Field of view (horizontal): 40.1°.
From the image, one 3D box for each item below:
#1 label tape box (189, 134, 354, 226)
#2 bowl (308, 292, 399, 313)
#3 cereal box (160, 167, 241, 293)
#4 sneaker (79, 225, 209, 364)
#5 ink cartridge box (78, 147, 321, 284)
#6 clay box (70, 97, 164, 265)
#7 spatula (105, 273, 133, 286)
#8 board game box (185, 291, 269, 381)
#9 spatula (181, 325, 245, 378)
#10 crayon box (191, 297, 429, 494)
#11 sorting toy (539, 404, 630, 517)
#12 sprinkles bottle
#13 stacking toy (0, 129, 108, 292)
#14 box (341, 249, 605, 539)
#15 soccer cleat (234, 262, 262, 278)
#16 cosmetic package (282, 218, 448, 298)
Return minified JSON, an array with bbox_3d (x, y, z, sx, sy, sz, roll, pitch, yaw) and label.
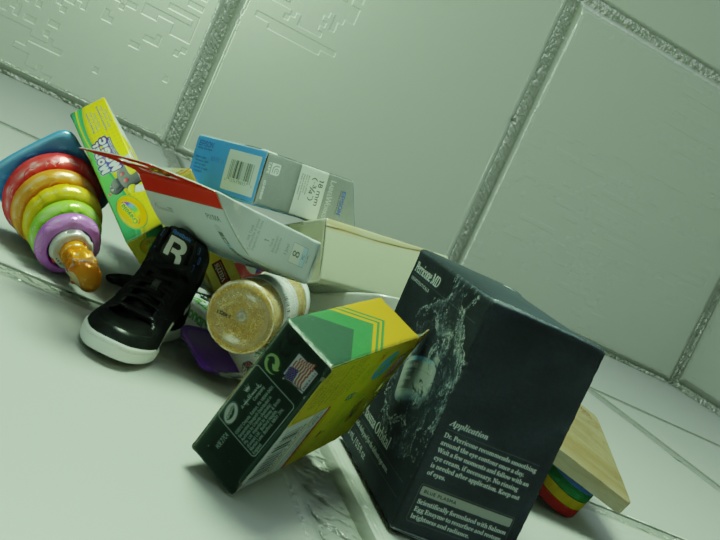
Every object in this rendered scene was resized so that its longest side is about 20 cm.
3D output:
[{"bbox_3d":[-0.084,-0.097,1.168,0.198,0.065,0.143,15,3,-44],"label":"label tape box"},{"bbox_3d":[0.010,0.079,1.183,0.197,0.076,0.198,0,-11,40],"label":"bowl"},{"bbox_3d":[-0.214,-0.052,1.190,0.199,0.039,0.146,17,-47,65],"label":"cereal box"},{"bbox_3d":[-0.195,0.013,0.916,0.072,0.114,0.200,24,6,0],"label":"sneaker"},{"bbox_3d":[-0.157,-0.052,0.928,0.198,0.048,0.159,25,-5,-40],"label":"ink cartridge box"},{"bbox_3d":[-0.247,-0.074,1.078,0.115,0.047,0.202,79,-15,-66],"label":"clay box"},{"bbox_3d":[-0.205,0.031,1.147,0.198,0.021,0.056,21,2,-36],"label":"spatula"},{"bbox_3d":[-0.114,0.081,1.048,0.125,0.035,0.199,19,10,-47],"label":"board game box"},{"bbox_3d":[-0.102,0.105,0.902,0.199,0.021,0.056,33,7,40],"label":"spatula"},{"bbox_3d":[-0.031,0.089,0.765,0.051,0.128,0.199,43,18,16],"label":"crayon box"},{"bbox_3d":[0.191,0.178,1.117,0.199,0.070,0.199,38,16,-10],"label":"sorting toy"},{"bbox_3d":[-0.097,0.036,0.985,0.067,0.069,0.200,26,5,5],"label":"sprinkles bottle"},{"bbox_3d":[-0.308,-0.040,1.031,0.201,0.108,0.117,54,-10,43],"label":"stacking toy"},{"bbox_3d":[0.087,0.111,0.867,0.116,0.203,0.197,23,6,-18],"label":"box"},{"bbox_3d":[-0.151,0.003,1.266,0.067,0.075,0.200,19,-4,-13],"label":"soccer cleat"},{"bbox_3d":[0.000,0.000,1.164,0.198,0.075,0.102,14,-13,-41],"label":"cosmetic package"}]
